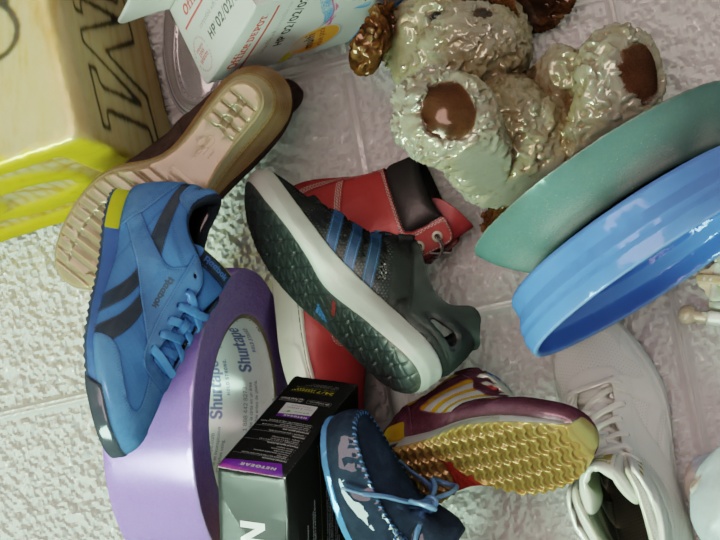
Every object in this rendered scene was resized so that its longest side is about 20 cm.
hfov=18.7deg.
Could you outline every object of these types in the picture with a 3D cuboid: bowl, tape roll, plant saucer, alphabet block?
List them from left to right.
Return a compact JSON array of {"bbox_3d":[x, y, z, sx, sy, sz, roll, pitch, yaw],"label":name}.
[{"bbox_3d":[-0.263,-0.142,1.572,0.195,0.196,0.200,-18,78,15],"label":"alphabet block"},{"bbox_3d":[-0.108,0.097,1.492,0.066,0.200,0.200,0,83,16],"label":"tape roll"},{"bbox_3d":[0.167,-0.052,1.431,0.200,0.200,0.036,-34,79,10],"label":"plant saucer"},{"bbox_3d":[0.184,-0.016,1.397,0.200,0.201,0.039,-34,78,10],"label":"bowl"}]

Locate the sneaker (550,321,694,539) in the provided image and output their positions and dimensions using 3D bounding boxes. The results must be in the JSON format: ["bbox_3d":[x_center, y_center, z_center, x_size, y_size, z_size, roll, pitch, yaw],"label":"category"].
[{"bbox_3d":[0.169,0.114,1.454,0.074,0.116,0.200,-22,76,14],"label":"sneaker"}]

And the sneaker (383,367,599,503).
[{"bbox_3d":[0.087,0.099,1.455,0.200,0.075,0.090,-13,36,46],"label":"sneaker"}]

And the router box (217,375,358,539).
[{"bbox_3d":[-0.045,0.190,1.451,0.051,0.149,0.200,6,111,17],"label":"router box"}]

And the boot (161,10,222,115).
[{"bbox_3d":[-0.121,-0.212,1.590,0.073,0.096,0.200,0,83,16],"label":"boot"}]

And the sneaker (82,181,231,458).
[{"bbox_3d":[-0.126,0.025,1.382,0.078,0.066,0.200,-3,54,10],"label":"sneaker"}]

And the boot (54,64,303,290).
[{"bbox_3d":[-0.120,-0.063,1.537,0.200,0.166,0.072,-43,88,7],"label":"boot"}]

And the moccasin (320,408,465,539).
[{"bbox_3d":[0.041,0.174,1.428,0.068,0.080,0.200,-18,109,28],"label":"moccasin"}]

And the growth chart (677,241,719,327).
[{"bbox_3d":[0.308,-0.045,1.484,0.144,0.018,0.200,14,87,17],"label":"growth chart"}]

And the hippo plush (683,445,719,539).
[{"bbox_3d":[0.294,0.149,1.388,0.200,0.161,0.159,-35,75,10],"label":"hippo plush"}]

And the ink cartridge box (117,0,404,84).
[{"bbox_3d":[-0.054,-0.195,1.507,0.200,0.115,0.068,-19,75,-28],"label":"ink cartridge box"}]

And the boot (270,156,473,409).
[{"bbox_3d":[0.016,0.023,1.536,0.144,0.072,0.200,-13,76,13],"label":"boot"}]

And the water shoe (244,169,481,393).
[{"bbox_3d":[0.000,0.000,1.489,0.079,0.072,0.200,-31,66,-27],"label":"water shoe"}]

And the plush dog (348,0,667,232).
[{"bbox_3d":[0.087,-0.129,1.513,0.200,0.161,0.172,-14,62,-18],"label":"plush dog"}]
